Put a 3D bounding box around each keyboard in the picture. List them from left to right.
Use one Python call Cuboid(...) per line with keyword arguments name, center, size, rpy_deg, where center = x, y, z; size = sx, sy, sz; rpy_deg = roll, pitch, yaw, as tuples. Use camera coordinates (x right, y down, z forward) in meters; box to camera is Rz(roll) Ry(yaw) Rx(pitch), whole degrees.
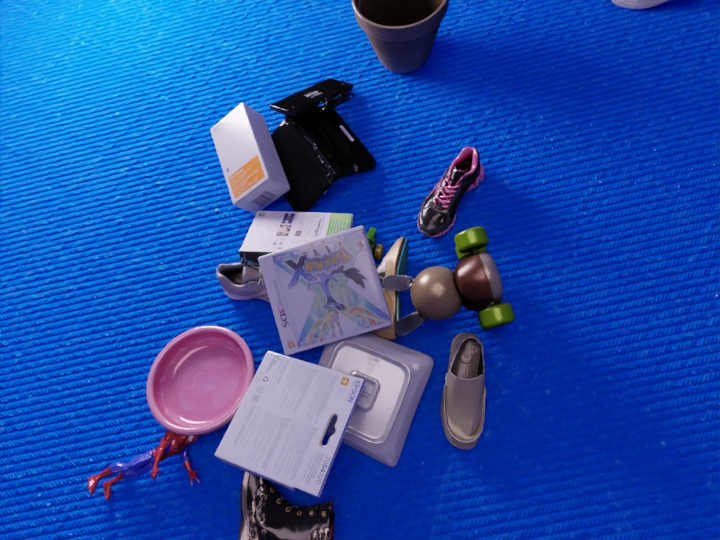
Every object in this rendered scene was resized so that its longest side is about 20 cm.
Cuboid(name="keyboard", center=(-0.094, -0.363, 1.112), size=(0.104, 0.040, 0.200), rpy_deg=(26, 48, 30))

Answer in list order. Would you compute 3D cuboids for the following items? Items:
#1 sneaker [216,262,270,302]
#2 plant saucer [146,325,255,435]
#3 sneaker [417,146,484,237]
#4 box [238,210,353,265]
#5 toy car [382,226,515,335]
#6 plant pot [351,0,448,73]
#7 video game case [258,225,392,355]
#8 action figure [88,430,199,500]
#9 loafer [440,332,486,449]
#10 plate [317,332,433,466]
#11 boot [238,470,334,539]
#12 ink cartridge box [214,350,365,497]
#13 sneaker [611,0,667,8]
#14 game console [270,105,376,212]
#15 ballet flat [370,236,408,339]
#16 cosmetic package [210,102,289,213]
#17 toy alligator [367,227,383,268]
Cuboid(name="sneaker", center=(-0.182, 0.022, 0.981), size=(0.199, 0.092, 0.076), rpy_deg=(0, 69, 7))
Cuboid(name="plant saucer", center=(-0.285, 0.202, 0.938), size=(0.199, 0.051, 0.201), rpy_deg=(-4, 61, 7))
Cuboid(name="sneaker", center=(0.174, -0.159, 0.999), size=(0.079, 0.095, 0.200), rpy_deg=(30, 78, 15))
Cuboid(name="box", center=(-0.118, -0.062, 0.992), size=(0.199, 0.036, 0.145), rpy_deg=(2, 38, 5))
Cuboid(name="toy car", center=(0.145, 0.040, 0.902), size=(0.199, 0.158, 0.165), rpy_deg=(-18, 78, 8))
Cuboid(name="plant pot", center=(0.091, -0.533, 1.107), size=(0.199, 0.174, 0.201), rpy_deg=(-3, 70, 7))
Cuboid(name="video game case", center=(-0.063, 0.036, 0.910), size=(0.199, 0.022, 0.183), rpy_deg=(-17, 88, 4))
Cuboid(name="action figure", center=(-0.363, 0.353, 0.892), size=(0.200, 0.065, 0.099), rpy_deg=(-32, 51, -4))
Cuboid(name="loafer", center=(0.176, 0.200, 0.877), size=(0.075, 0.068, 0.201), rpy_deg=(1, 70, 8))
Cuboid(name="plate", center=(0.004, 0.211, 0.902), size=(0.199, 0.032, 0.201), rpy_deg=(20, 82, 16))
Cuboid(name="boot", center=(-0.119, 0.391, 0.845), size=(0.150, 0.073, 0.201), rpy_deg=(-2, 66, 4))
Cuboid(name="ink cartridge box", center=(-0.111, 0.249, 0.849), size=(0.199, 0.043, 0.197), rpy_deg=(12, 59, 22))
Cuboid(name="sneaker", center=(0.654, -0.632, 1.134), size=(0.199, 0.074, 0.082), rpy_deg=(0, 39, 13))
Cuboid(name="game console", center=(-0.096, -0.242, 1.108), size=(0.175, 0.117, 0.200), rpy_deg=(-22, 65, -33))
Cuboid(name="ballet flat", center=(0.051, 0.029, 0.960), size=(0.063, 0.069, 0.201), rpy_deg=(2, 69, 15))
Cuboid(name="cosmetic package", center=(-0.232, -0.233, 1.070), size=(0.101, 0.071, 0.201), rpy_deg=(-32, 66, 21))
Cuboid(name="toy alligator", center=(0.000, 0.000, 0.984), size=(0.059, 0.054, 0.201), rpy_deg=(11, 72, 12))
